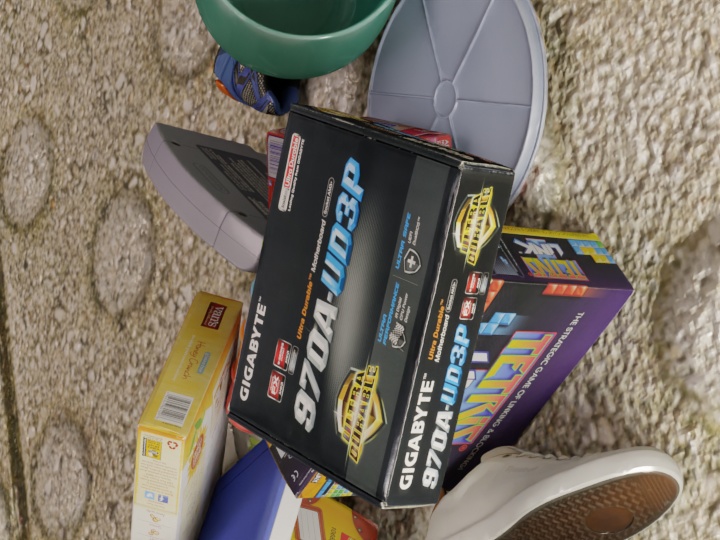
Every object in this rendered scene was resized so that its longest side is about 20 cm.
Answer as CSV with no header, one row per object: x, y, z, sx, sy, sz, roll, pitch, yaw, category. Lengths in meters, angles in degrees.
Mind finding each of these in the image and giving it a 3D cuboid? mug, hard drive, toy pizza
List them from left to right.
-0.087,0.202,1.158,0.132,0.025,0.201,-44,21,44,hard drive
-0.032,-0.216,1.253,0.114,0.183,0.154,122,153,-73,mug
0.071,-0.119,1.209,0.200,0.031,0.202,-5,83,55,toy pizza

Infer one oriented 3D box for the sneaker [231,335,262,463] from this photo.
-0.052,0.143,1.303,0.077,0.084,0.202,-62,-35,-83,sneaker

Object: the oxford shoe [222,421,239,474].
-0.099,0.118,1.378,0.200,0.057,0.076,-52,44,31,oxford shoe

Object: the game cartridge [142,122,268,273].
-0.087,-0.050,1.325,0.200,0.132,0.042,45,120,46,game cartridge

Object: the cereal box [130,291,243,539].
-0.126,0.136,1.214,0.144,0.039,0.201,-72,-6,-51,cereal box

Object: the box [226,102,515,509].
0.002,0.017,0.999,0.158,0.046,0.202,24,105,47,box

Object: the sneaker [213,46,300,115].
-0.050,-0.212,1.363,0.078,0.075,0.201,43,127,36,sneaker

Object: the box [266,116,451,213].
0.000,0.000,1.201,0.099,0.095,0.202,18,114,52,box

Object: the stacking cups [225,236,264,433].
-0.054,0.028,1.156,0.061,0.060,0.201,63,146,36,stacking cups

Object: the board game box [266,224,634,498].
0.056,0.061,1.094,0.201,0.164,0.057,-56,48,31,board game box

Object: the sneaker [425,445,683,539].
0.115,0.135,1.085,0.199,0.073,0.085,-28,42,36,sneaker

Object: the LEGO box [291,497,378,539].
-0.069,0.269,1.172,0.149,0.077,0.201,-48,19,36,LEGO box
